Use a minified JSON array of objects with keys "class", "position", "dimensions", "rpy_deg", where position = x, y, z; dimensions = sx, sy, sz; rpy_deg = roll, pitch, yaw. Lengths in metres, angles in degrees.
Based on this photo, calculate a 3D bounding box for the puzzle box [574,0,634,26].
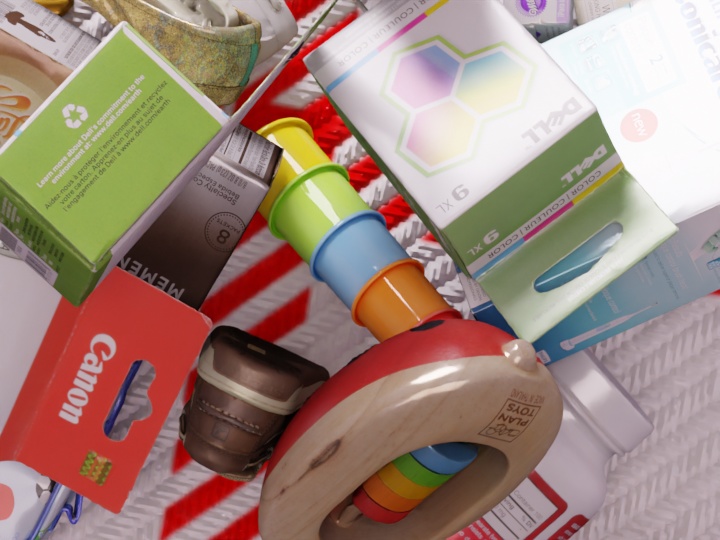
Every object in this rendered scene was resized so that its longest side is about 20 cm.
[{"class":"puzzle box","position":[0.189,-0.164,1.434],"dimensions":[0.132,0.025,0.201],"rpy_deg":[-10,91,6]}]

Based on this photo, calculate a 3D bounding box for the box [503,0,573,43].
[{"class":"box","position":[0.103,-0.230,1.403],"dimensions":[0.038,0.041,0.201],"rpy_deg":[0,80,9]}]

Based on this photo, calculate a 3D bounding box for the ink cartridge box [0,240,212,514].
[{"class":"ink cartridge box","position":[-0.202,0.049,1.354],"dimensions":[0.199,0.050,0.163],"rpy_deg":[29,124,0]}]

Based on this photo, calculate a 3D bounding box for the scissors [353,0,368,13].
[{"class":"scissors","position":[-0.054,-0.214,1.429],"dimensions":[0.200,0.073,0.014],"rpy_deg":[46,76,1]}]

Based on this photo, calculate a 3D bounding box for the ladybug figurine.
[{"class":"ladybug figurine","position":[0.023,0.088,1.296],"dimensions":[0.200,0.135,0.072],"rpy_deg":[-40,50,32]}]

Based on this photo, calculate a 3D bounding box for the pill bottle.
[{"class":"pill bottle","position":[0.066,0.125,1.410],"dimensions":[0.200,0.112,0.112],"rpy_deg":[-42,88,4]}]

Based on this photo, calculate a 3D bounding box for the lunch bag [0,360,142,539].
[{"class":"lunch bag","position":[-0.215,0.070,1.450],"dimensions":[0.160,0.076,0.201],"rpy_deg":[27,94,-1]}]

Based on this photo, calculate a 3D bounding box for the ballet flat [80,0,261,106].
[{"class":"ballet flat","position":[-0.135,-0.172,1.379],"dimensions":[0.200,0.071,0.071],"rpy_deg":[39,94,9]}]

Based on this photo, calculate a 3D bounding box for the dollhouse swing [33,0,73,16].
[{"class":"dollhouse swing","position":[-0.271,-0.210,1.394],"dimensions":[0.180,0.176,0.201],"rpy_deg":[-4,91,5]}]

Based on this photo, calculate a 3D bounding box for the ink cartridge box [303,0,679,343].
[{"class":"ink cartridge box","position":[0.066,-0.068,1.307],"dimensions":[0.104,0.059,0.200],"rpy_deg":[-36,55,-1]}]

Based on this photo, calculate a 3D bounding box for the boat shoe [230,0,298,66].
[{"class":"boat shoe","position":[-0.107,-0.206,1.437],"dimensions":[0.066,0.072,0.201],"rpy_deg":[-31,83,-23]}]

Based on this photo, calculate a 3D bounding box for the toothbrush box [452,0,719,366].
[{"class":"toothbrush box","position":[0.142,-0.054,1.357],"dimensions":[0.199,0.085,0.147],"rpy_deg":[-23,56,8]}]

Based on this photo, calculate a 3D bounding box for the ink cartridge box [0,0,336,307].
[{"class":"ink cartridge box","position":[-0.100,-0.086,1.248],"dimensions":[0.076,0.148,0.200],"rpy_deg":[41,77,-3]}]

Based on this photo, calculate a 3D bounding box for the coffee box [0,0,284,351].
[{"class":"coffee box","position":[-0.157,-0.061,1.368],"dimensions":[0.199,0.080,0.115],"rpy_deg":[31,108,-7]}]

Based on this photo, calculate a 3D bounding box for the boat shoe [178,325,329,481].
[{"class":"boat shoe","position":[-0.067,0.077,1.372],"dimensions":[0.074,0.202,0.075],"rpy_deg":[24,92,7]}]

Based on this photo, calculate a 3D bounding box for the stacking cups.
[{"class":"stacking cups","position":[0.000,0.000,1.393],"dimensions":[0.060,0.060,0.200],"rpy_deg":[-41,59,5]}]
